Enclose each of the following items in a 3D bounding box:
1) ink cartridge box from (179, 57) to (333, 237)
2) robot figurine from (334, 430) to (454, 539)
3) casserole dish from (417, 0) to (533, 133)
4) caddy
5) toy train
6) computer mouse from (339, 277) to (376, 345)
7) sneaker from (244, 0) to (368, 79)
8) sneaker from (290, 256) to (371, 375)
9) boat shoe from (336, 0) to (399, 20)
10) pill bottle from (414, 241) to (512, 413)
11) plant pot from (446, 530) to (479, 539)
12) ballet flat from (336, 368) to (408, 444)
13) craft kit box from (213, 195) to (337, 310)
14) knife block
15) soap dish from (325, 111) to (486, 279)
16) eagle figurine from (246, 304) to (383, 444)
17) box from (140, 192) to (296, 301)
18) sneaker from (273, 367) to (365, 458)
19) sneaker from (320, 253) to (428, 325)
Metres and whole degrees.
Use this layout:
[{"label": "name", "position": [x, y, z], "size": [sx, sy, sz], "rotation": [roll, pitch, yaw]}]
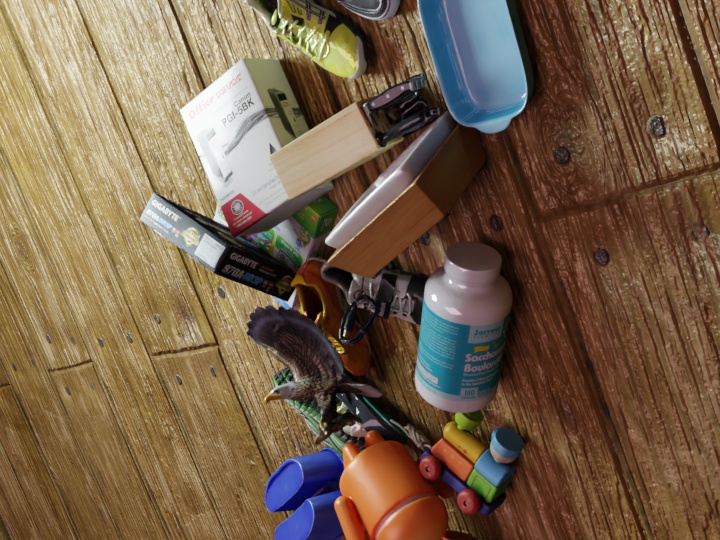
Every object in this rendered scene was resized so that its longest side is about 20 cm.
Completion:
[{"label": "ink cartridge box", "position": [-0.146, -0.170, 1.309], "size": [0.146, 0.082, 0.202], "rotation": [-30, 81, 34]}, {"label": "robot figurine", "position": [0.045, 0.321, 1.315], "size": [0.117, 0.143, 0.200], "rotation": [-56, 50, 22]}, {"label": "casserole dish", "position": [0.133, -0.256, 1.056], "size": [0.120, 0.039, 0.203], "rotation": [-6, 107, 46]}, {"label": "caddy", "position": [-0.075, 0.380, 1.562], "size": [0.200, 0.104, 0.143], "rotation": [-50, 50, 47]}, {"label": "toy train", "position": [0.128, 0.227, 1.295], "size": [0.199, 0.084, 0.117], "rotation": [38, 122, 27]}, {"label": "computer mouse", "position": [0.000, 0.000, 1.241], "size": [0.058, 0.203, 0.034], "rotation": [1, 157, 16]}, {"label": "sneaker", "position": [-0.072, -0.306, 1.209], "size": [0.200, 0.076, 0.076], "rotation": [41, 133, 20]}, {"label": "sneaker", "position": [-0.047, 0.079, 1.377], "size": [0.072, 0.077, 0.202], "rotation": [-7, 121, 41]}, {"label": "boat shoe", "position": [-0.040, -0.366, 1.151], "size": [0.200, 0.066, 0.070], "rotation": [44, 136, 19]}, {"label": "pill bottle", "position": [0.129, 0.069, 1.179], "size": [0.110, 0.110, 0.203], "rotation": [27, 129, 33]}, {"label": "plant pot", "position": [0.128, 0.473, 1.350], "size": [0.199, 0.199, 0.141], "rotation": [38, 117, 24]}, {"label": "ballet flat", "position": [-0.012, 0.204, 1.422], "size": [0.200, 0.073, 0.074], "rotation": [46, 136, 22]}, {"label": "craft kit box", "position": [-0.137, -0.072, 1.426], "size": [0.200, 0.048, 0.199], "rotation": [41, 137, 22]}, {"label": "knife block", "position": [-0.004, -0.166, 1.147], "size": [0.065, 0.198, 0.175], "rotation": [63, 168, -2]}, {"label": "soap dish", "position": [0.056, -0.087, 1.146], "size": [0.081, 0.158, 0.200], "rotation": [43, 138, -6]}, {"label": "eagle figurine", "position": [-0.079, 0.141, 1.344], "size": [0.151, 0.150, 0.202], "rotation": [-31, 76, 33]}, {"label": "box", "position": [-0.193, -0.030, 1.337], "size": [0.158, 0.199, 0.046], "rotation": [33, 93, 29]}, {"label": "sneaker", "position": [-0.067, 0.229, 1.488], "size": [0.199, 0.078, 0.086], "rotation": [41, 135, 22]}, {"label": "sneaker", "position": [0.029, 0.034, 1.281], "size": [0.198, 0.088, 0.075], "rotation": [27, 127, 31]}]
